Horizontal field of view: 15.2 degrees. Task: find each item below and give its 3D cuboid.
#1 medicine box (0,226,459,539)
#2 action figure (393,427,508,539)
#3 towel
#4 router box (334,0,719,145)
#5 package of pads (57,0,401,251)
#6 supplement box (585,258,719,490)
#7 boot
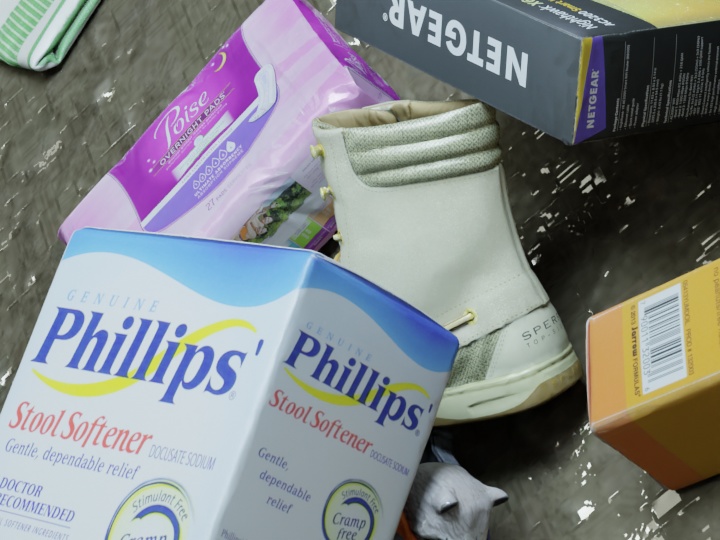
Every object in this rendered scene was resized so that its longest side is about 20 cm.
[{"bbox_3d":[-0.077,0.094,1.215,0.182,0.103,0.201,6,72,48],"label":"medicine box"},{"bbox_3d":[-0.005,0.164,1.238,0.193,0.104,0.201,-46,36,28],"label":"action figure"},{"bbox_3d":[-0.216,-0.212,1.766,0.200,0.023,0.153,29,87,50],"label":"towel"},{"bbox_3d":[0.105,-0.121,1.280,0.200,0.157,0.053,31,125,50],"label":"router box"},{"bbox_3d":[-0.069,-0.046,1.463,0.200,0.076,0.121,-47,42,10],"label":"package of pads"},{"bbox_3d":[0.195,0.024,1.159,0.199,0.066,0.069,-24,46,32],"label":"supplement box"},{"bbox_3d":[0.000,0.000,1.301,0.199,0.155,0.072,-10,13,35],"label":"boot"}]
